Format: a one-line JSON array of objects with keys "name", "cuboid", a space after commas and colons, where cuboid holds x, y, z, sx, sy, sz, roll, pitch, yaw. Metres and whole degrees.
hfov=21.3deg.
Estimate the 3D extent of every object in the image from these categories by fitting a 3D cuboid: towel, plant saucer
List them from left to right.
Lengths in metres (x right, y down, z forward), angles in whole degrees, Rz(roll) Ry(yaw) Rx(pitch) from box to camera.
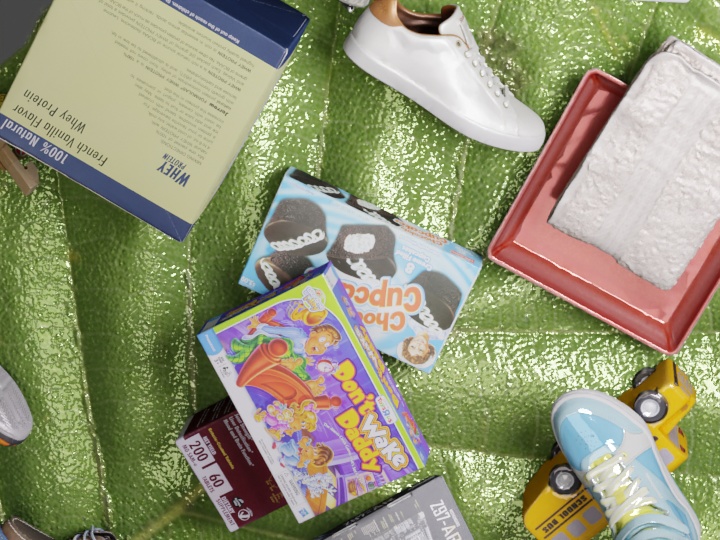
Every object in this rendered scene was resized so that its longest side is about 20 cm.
[{"name": "plant saucer", "cuboid": [0.244, -0.054, 1.710, 0.198, 0.037, 0.201, 28, 109, -2]}, {"name": "towel", "cuboid": [0.266, -0.091, 1.658, 0.132, 0.035, 0.201, 30, 110, -2]}]

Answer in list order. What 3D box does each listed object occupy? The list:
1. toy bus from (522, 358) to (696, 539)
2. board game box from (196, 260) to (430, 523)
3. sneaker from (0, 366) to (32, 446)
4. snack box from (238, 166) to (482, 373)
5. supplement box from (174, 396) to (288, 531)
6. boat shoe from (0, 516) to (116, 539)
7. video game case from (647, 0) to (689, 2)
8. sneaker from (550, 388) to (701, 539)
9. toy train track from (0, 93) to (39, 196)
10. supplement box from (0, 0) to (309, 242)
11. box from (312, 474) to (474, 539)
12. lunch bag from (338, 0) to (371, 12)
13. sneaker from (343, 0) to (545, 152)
[{"name": "toy bus", "cuboid": [0.235, 0.175, 1.773, 0.078, 0.065, 0.200, 44, 109, -8]}, {"name": "board game box", "cuboid": [-0.042, 0.111, 1.739, 0.134, 0.045, 0.201, -26, 100, 15]}, {"name": "sneaker", "cuboid": [-0.415, 0.123, 1.850, 0.200, 0.078, 0.112, 39, 114, 6]}, {"name": "snack box", "cuboid": [0.000, 0.000, 1.762, 0.199, 0.037, 0.117, 25, 111, -1]}, {"name": "supplement box", "cuboid": [-0.062, 0.153, 1.810, 0.199, 0.061, 0.109, -28, 102, 15]}, {"name": "boat shoe", "cuboid": [-0.266, 0.292, 1.888, 0.199, 0.072, 0.073, 33, 94, -2]}, {"name": "video game case", "cuboid": [0.189, -0.325, 1.634, 0.198, 0.023, 0.184, 3, 109, 6]}, {"name": "sneaker", "cuboid": [0.237, 0.202, 1.679, 0.079, 0.131, 0.200, -35, 103, 18]}, {"name": "toy train track", "cuboid": [-0.350, -0.161, 1.749, 0.032, 0.115, 0.201, -36, 90, -27]}, {"name": "supplement box", "cuboid": [-0.182, -0.172, 1.678, 0.199, 0.134, 0.201, 30, 110, -3]}, {"name": "box", "cuboid": [0.049, 0.318, 1.802, 0.159, 0.044, 0.201, -27, 90, -12]}, {"name": "lunch bag", "cuboid": [-0.014, -0.332, 1.599, 0.167, 0.140, 0.200, 28, 113, -25]}, {"name": "sneaker", "cuboid": [0.089, -0.175, 1.658, 0.199, 0.073, 0.085, 28, 115, -16]}]
